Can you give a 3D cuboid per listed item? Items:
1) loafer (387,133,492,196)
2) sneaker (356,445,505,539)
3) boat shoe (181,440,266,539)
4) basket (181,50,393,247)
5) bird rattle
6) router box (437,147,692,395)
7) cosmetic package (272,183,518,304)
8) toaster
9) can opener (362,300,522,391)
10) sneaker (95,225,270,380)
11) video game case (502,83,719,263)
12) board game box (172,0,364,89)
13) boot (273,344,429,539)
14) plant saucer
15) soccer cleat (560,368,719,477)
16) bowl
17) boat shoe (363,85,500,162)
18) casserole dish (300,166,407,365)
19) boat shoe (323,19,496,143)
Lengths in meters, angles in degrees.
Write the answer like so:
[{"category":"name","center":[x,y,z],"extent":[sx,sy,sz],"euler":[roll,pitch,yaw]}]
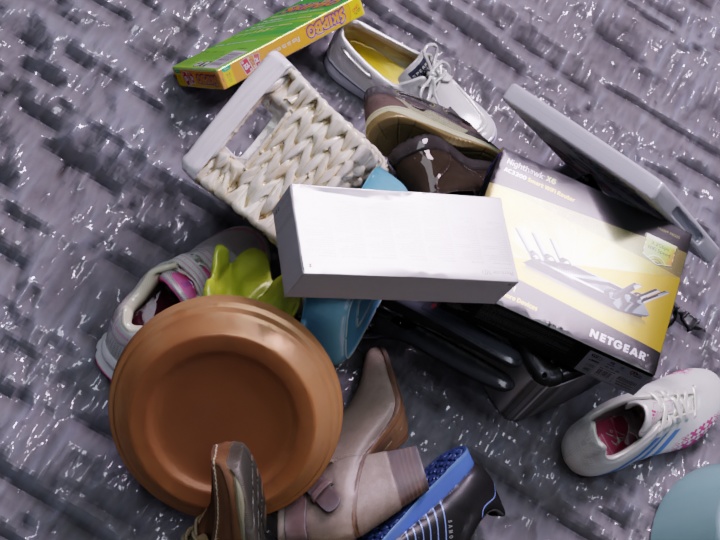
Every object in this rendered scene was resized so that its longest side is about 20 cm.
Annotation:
[{"category":"loafer","center":[0.094,-0.068,1.443],"extent":[0.199,0.073,0.072],"euler":[18,52,-51]},{"category":"sneaker","center":[0.047,0.247,1.318],"extent":[0.200,0.070,0.078],"euler":[-40,100,-19]},{"category":"boat shoe","center":[-0.113,0.237,1.223],"extent":[0.073,0.202,0.076],"euler":[-2,23,3]},{"category":"basket","center":[-0.058,-0.092,1.360],"extent":[0.123,0.200,0.136],"euler":[40,91,11]},{"category":"bird rattle","center":[-0.082,0.082,1.324],"extent":[0.112,0.202,0.162],"euler":[22,17,35]},{"category":"router box","center":[0.188,0.000,1.352],"extent":[0.198,0.052,0.158],"euler":[23,60,-3]},{"category":"cosmetic package","center":[0.029,-0.020,1.244],"extent":[0.198,0.051,0.083],"euler":[3,61,-25]},{"category":"toaster","center":[0.190,0.031,1.435],"extent":[0.180,0.119,0.201],"euler":[-24,72,-24]},{"category":"can opener","center":[0.062,0.051,1.381],"extent":[0.199,0.064,0.078],"euler":[25,39,27]},{"category":"sneaker","center":[-0.153,0.024,1.361],"extent":[0.081,0.088,0.200],"euler":[42,61,7]},{"category":"video game case","center":[0.245,-0.094,1.453],"extent":[0.200,0.182,0.024],"euler":[41,94,35]},{"category":"board game box","center":[-0.086,-0.237,1.509],"extent":[0.199,0.095,0.030],"euler":[-35,116,-25]},{"category":"boot","center":[-0.025,0.158,1.341],"extent":[0.145,0.071,0.201],"euler":[-17,39,-1]},{"category":"plant saucer","center":[-0.114,0.121,1.240],"extent":[0.198,0.202,0.038],"euler":[19,18,-5]},{"category":"soccer cleat","center":[0.284,0.141,1.425],"extent":[0.199,0.086,0.070],"euler":[-23,72,-24]},{"category":"bowl","center":[0.382,0.259,1.385],"extent":[0.199,0.105,0.203],"euler":[7,62,-13]},{"category":"boat shoe","center":[0.081,-0.132,1.480],"extent":[0.200,0.072,0.067],"euler":[19,47,-40]},{"category":"casserole dish","center":[0.000,0.000,1.316],"extent":[0.038,0.122,0.201],"euler":[18,52,12]},{"category":"boat shoe","center":[0.059,-0.197,1.530],"extent":[0.201,0.086,0.075],"euler":[35,61,4]}]
